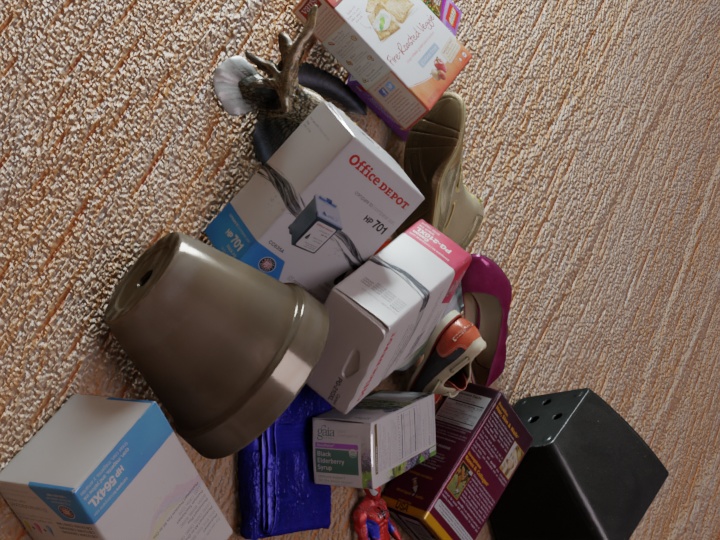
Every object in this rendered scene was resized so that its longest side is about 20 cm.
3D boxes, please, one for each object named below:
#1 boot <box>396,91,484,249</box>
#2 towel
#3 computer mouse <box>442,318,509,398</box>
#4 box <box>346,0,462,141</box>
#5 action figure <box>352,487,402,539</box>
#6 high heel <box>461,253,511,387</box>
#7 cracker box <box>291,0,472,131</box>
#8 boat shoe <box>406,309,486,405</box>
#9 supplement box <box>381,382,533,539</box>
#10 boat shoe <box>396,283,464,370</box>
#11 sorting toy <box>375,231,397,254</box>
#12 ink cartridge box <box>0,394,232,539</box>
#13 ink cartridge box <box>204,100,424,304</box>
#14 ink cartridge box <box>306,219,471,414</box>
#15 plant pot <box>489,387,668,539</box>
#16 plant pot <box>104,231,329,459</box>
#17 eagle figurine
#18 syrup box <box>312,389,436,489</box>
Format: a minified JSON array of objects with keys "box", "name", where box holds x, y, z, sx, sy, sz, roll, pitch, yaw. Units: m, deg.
[{"box":[0.116,-0.120,1.750,0.155,0.072,0.203,15,85,-62],"name":"boot"},{"box":[-0.079,0.205,1.545,0.147,0.049,0.203,2,87,-50],"name":"towel"},{"box":[0.170,0.101,1.861,0.109,0.043,0.202,37,62,-43],"name":"computer mouse"},{"box":[0.060,-0.289,1.737,0.137,0.039,0.202,38,61,-44],"name":"box"},{"box":[0.029,0.357,1.680,0.065,0.051,0.203,-21,103,-45],"name":"action figure"},{"box":[0.156,0.069,1.744,0.201,0.066,0.097,79,27,-50],"name":"high heel"},{"box":[0.029,-0.286,1.617,0.200,0.058,0.134,45,47,-8],"name":"cracker box"},{"box":[0.110,0.126,1.693,0.071,0.062,0.201,-40,162,-31],"name":"boat shoe"},{"box":[0.128,0.259,1.746,0.201,0.085,0.111,-55,130,-22],"name":"supplement box"},{"box":[0.094,0.070,1.746,0.072,0.069,0.201,59,45,-27],"name":"boat shoe"},{"box":[0.000,0.000,1.659,0.185,0.036,0.202,43,57,-41],"name":"sorting toy"},{"box":[-0.230,0.239,1.296,0.125,0.127,0.202,-49,125,-39],"name":"ink cartridge box"},{"box":[-0.050,-0.062,1.483,0.200,0.086,0.146,-46,135,9],"name":"ink cartridge box"},{"box":[0.026,0.051,1.541,0.200,0.084,0.146,-38,159,-49],"name":"ink cartridge box"},{"box":[0.282,0.283,1.893,0.200,0.198,0.179,-45,110,-42],"name":"plant pot"},{"box":[-0.160,0.061,1.364,0.173,0.199,0.201,41,57,-22],"name":"plant pot"},{"box":[-0.065,-0.181,1.539,0.151,0.152,0.200,-35,160,-2],"name":"eagle figurine"},{"box":[0.019,0.200,1.607,0.200,0.078,0.083,-14,103,-65],"name":"syrup box"}]
